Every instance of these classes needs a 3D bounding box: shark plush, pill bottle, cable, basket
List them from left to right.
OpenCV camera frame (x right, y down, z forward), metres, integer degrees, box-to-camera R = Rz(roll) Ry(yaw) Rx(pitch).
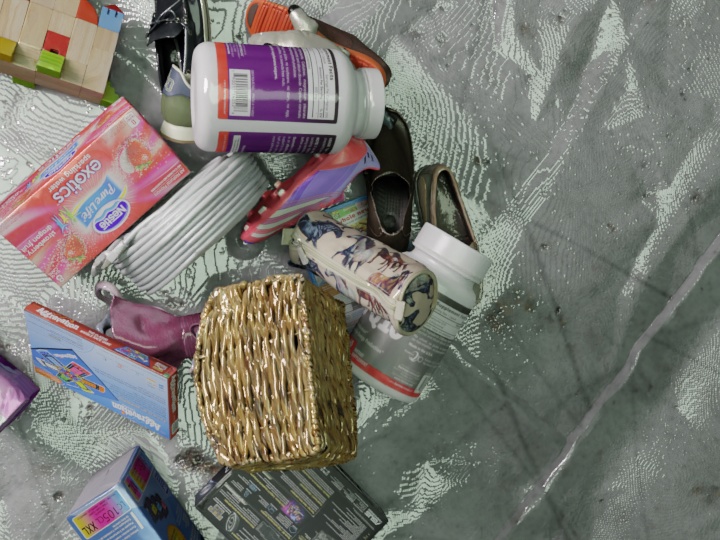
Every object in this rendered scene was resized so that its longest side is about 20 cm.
[{"bbox_3d":[-0.191,-0.060,0.876,0.200,0.200,0.069,-35,105,16],"label":"cable"},{"bbox_3d":[-0.093,0.121,0.859,0.142,0.149,0.201,-11,73,14],"label":"basket"},{"bbox_3d":[-0.079,-0.183,0.830,0.199,0.112,0.113,-1,93,-17],"label":"pill bottle"},{"bbox_3d":[-0.043,-0.239,0.933,0.199,0.083,0.091,20,56,-14],"label":"shark plush"},{"bbox_3d":[0.069,0.049,0.948,0.113,0.114,0.201,29,95,-11],"label":"pill bottle"}]

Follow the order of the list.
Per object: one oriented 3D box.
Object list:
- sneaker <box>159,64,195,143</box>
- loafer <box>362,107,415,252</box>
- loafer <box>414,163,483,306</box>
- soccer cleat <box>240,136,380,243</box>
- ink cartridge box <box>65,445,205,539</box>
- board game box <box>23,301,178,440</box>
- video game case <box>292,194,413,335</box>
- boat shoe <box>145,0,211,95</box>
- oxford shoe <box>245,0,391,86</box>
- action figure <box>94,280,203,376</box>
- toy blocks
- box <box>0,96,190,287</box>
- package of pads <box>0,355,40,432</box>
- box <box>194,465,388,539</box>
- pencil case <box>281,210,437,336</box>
[{"bbox_3d":[-0.139,-0.208,0.910,0.199,0.067,0.090,-13,126,-31],"label":"sneaker"},{"bbox_3d":[0.041,-0.119,0.971,0.072,0.071,0.201,-3,77,-8],"label":"loafer"},{"bbox_3d":[0.118,-0.042,1.010,0.071,0.063,0.201,-18,96,-11],"label":"loafer"},{"bbox_3d":[-0.066,-0.090,0.945,0.076,0.067,0.200,40,110,-24],"label":"soccer cleat"},{"bbox_3d":[-0.246,0.325,0.912,0.076,0.136,0.201,-31,98,-4],"label":"ink cartridge box"},{"bbox_3d":[-0.295,0.114,0.881,0.199,0.019,0.103,22,128,16],"label":"board game box"},{"bbox_3d":[0.008,0.007,1.013,0.142,0.018,0.201,-20,96,-10],"label":"video game case"},{"bbox_3d":[-0.221,-0.287,0.921,0.062,0.074,0.201,-16,101,-45],"label":"boat shoe"},{"bbox_3d":[-0.052,-0.280,0.974,0.199,0.073,0.071,32,125,1],"label":"oxford shoe"},{"bbox_3d":[-0.208,0.079,0.944,0.199,0.134,0.150,-14,68,-10],"label":"action figure"},{"bbox_3d":[-0.359,-0.287,0.893,0.199,0.100,0.138,16,80,-23],"label":"toy blocks"},{"bbox_3d":[-0.308,-0.092,0.888,0.200,0.095,0.103,-42,121,-5],"label":"box"},{"bbox_3d":[-0.464,0.100,0.866,0.200,0.120,0.076,44,78,-10],"label":"package of pads"},{"bbox_3d":[-0.087,0.307,0.992,0.160,0.044,0.200,-45,100,-7],"label":"box"},{"bbox_3d":[0.000,0.000,0.884,0.089,0.200,0.078,-17,126,-42],"label":"pencil case"}]
